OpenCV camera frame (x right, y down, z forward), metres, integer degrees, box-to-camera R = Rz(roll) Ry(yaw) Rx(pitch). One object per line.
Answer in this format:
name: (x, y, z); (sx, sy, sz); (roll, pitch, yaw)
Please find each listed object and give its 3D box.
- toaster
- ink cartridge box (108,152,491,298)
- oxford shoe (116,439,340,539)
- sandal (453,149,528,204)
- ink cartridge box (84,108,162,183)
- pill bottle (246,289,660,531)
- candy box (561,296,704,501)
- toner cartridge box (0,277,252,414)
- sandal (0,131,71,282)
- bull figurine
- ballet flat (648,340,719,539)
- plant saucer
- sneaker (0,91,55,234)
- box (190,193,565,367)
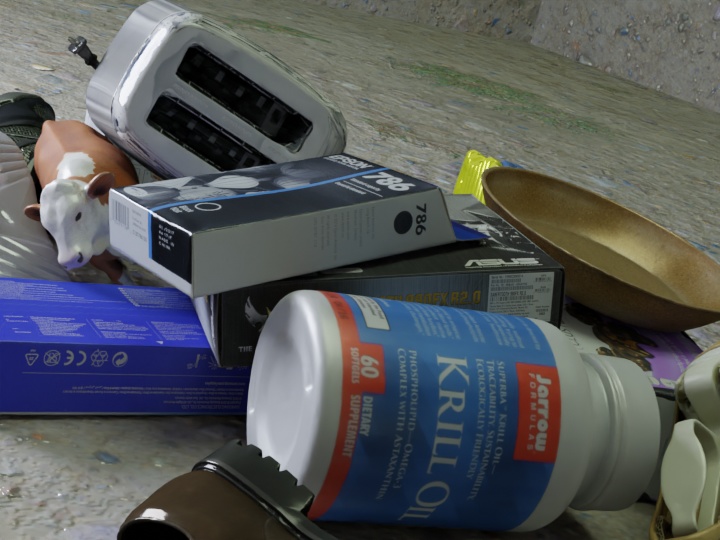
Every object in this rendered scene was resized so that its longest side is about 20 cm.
toaster: (-0.100, -0.107, 0.923); (0.199, 0.114, 0.129); (34, -1, -21)
ink cartridge box: (-0.030, -0.032, 0.764); (0.198, 0.040, 0.099); (-11, 22, -35)
oxford shoe: (-0.021, 0.143, 0.519); (0.084, 0.074, 0.199); (-23, 35, -39)
sandal: (0.150, -0.073, 1.386); (0.086, 0.080, 0.200); (16, 17, -7)
ink cartridge box: (-0.139, -0.098, 1.189); (0.197, 0.085, 0.176); (8, 16, -20)
pill bottle: (0.050, 0.075, 0.705); (0.197, 0.114, 0.112); (7, 17, -22)
candy box: (0.123, 0.068, 0.870); (0.197, 0.072, 0.168); (12, 17, -10)
toner cartridge box: (-0.133, 0.044, 0.781); (0.198, 0.044, 0.095); (4, 17, -33)
sandal: (-0.249, -0.023, 0.894); (0.078, 0.060, 0.208); (8, 37, -39)
bull figurine: (-0.167, -0.037, 0.890); (0.065, 0.122, 0.200); (-32, 29, 0)
ballet flat: (0.191, 0.087, 0.724); (0.068, 0.063, 0.201); (-21, 31, 34)
plant saucer: (0.166, -0.010, 0.938); (0.198, 0.036, 0.201); (22, 19, -8)
sneaker: (-0.250, -0.079, 1.048); (0.113, 0.077, 0.200); (16, 19, 0)
box: (0.000, 0.000, 0.809); (0.197, 0.049, 0.159); (-2, 20, -14)
